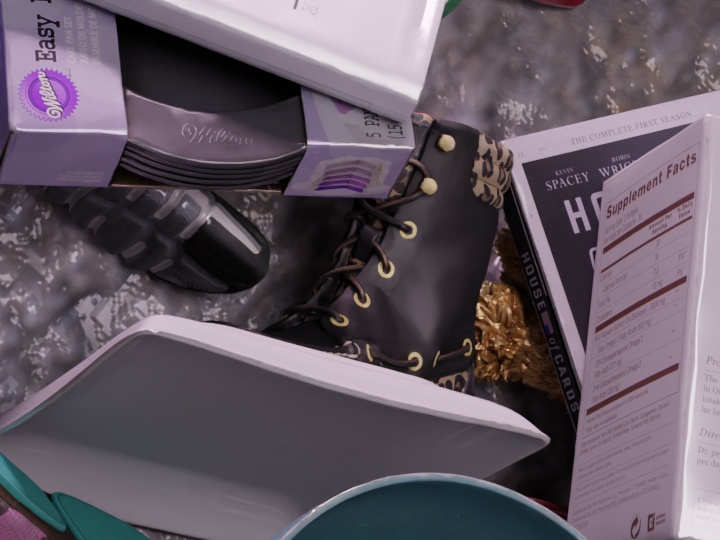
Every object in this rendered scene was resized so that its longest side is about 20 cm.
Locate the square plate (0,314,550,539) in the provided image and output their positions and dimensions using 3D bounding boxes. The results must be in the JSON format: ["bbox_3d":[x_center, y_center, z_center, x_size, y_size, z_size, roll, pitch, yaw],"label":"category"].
[{"bbox_3d":[-0.053,0.070,1.215,0.197,0.200,0.029,17,62,-29],"label":"square plate"}]

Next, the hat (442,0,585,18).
[{"bbox_3d":[0.000,-0.132,1.417,0.198,0.176,0.167,10,65,11],"label":"hat"}]

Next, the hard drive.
[{"bbox_3d":[-0.056,-0.155,1.238,0.199,0.026,0.133,20,57,-7],"label":"hard drive"}]

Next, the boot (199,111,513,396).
[{"bbox_3d":[0.000,0.000,1.301,0.199,0.073,0.152,17,84,-50],"label":"boot"}]

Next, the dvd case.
[{"bbox_3d":[0.156,0.018,1.399,0.149,0.025,0.201,-14,81,-26],"label":"dvd case"}]

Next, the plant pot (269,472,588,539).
[{"bbox_3d":[0.001,0.185,1.015,0.199,0.135,0.202,12,68,-30],"label":"plant pot"}]

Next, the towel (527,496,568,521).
[{"bbox_3d":[0.124,0.198,1.407,0.199,0.023,0.145,18,69,-27],"label":"towel"}]

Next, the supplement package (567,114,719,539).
[{"bbox_3d":[0.176,0.048,1.319,0.116,0.117,0.202,14,70,-17],"label":"supplement package"}]

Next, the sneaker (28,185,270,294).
[{"bbox_3d":[-0.109,-0.082,1.298,0.199,0.075,0.116,33,59,-21],"label":"sneaker"}]

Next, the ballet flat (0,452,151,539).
[{"bbox_3d":[-0.142,0.123,1.210,0.071,0.069,0.200,-44,140,4],"label":"ballet flat"}]

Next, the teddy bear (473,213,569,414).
[{"bbox_3d":[0.136,0.046,1.423,0.200,0.067,0.145,49,53,-11],"label":"teddy bear"}]

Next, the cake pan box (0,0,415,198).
[{"bbox_3d":[-0.077,-0.123,1.258,0.183,0.052,0.201,2,61,-16],"label":"cake pan box"}]
